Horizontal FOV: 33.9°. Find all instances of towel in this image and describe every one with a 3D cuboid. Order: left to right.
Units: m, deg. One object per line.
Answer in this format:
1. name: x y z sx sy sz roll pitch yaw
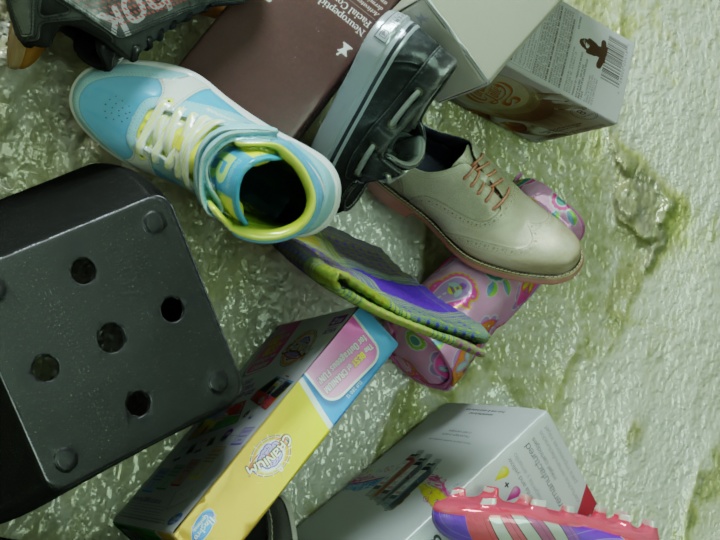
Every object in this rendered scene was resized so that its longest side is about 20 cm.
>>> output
1. towel: 0.000 0.000 0.870 0.143 0.200 0.023 23 98 -27

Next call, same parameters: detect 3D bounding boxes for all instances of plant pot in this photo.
1. plant pot: -0.188 0.043 0.759 0.199 0.177 0.201 -25 99 -30

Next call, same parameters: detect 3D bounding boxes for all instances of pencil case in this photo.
1. pencil case: 0.102 0.007 0.989 0.200 0.087 0.088 -46 109 -24

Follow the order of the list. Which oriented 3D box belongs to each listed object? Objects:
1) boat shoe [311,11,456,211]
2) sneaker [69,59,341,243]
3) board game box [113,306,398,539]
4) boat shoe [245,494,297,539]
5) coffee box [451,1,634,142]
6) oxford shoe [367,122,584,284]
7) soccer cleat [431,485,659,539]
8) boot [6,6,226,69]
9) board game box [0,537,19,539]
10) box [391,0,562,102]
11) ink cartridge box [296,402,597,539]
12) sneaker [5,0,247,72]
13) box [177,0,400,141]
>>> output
1. boat shoe: 0.012 -0.096 0.866 0.071 0.200 0.072 37 56 8
2. sneaker: -0.105 -0.081 0.761 0.199 0.131 0.080 23 97 -2
3. board game box: -0.077 0.116 0.832 0.040 0.153 0.200 46 67 -13
4. boat shoe: -0.089 0.265 0.867 0.057 0.067 0.202 11 85 -34
5. coffee box: 0.115 -0.186 0.989 0.199 0.114 0.080 22 76 -27
6. oxford shoe: 0.089 -0.057 0.933 0.199 0.074 0.071 28 59 10
7. soccer cleat: 0.134 0.201 0.839 0.199 0.067 0.077 14 83 -31
8. boot: -0.161 -0.210 0.851 0.143 0.071 0.203 24 71 -27
9. board game box: -0.183 0.216 0.768 0.199 0.147 0.065 18 75 -29
10. box: 0.109 -0.222 0.884 0.200 0.068 0.082 -47 107 -25
11. ink cartridge box: 0.069 0.220 0.918 0.200 0.144 0.146 -37 105 -26
12. sneaker: -0.148 -0.183 0.788 0.199 0.071 0.099 -8 105 -37
13. box: -0.057 -0.166 0.882 0.100 0.075 0.201 36 78 -3
